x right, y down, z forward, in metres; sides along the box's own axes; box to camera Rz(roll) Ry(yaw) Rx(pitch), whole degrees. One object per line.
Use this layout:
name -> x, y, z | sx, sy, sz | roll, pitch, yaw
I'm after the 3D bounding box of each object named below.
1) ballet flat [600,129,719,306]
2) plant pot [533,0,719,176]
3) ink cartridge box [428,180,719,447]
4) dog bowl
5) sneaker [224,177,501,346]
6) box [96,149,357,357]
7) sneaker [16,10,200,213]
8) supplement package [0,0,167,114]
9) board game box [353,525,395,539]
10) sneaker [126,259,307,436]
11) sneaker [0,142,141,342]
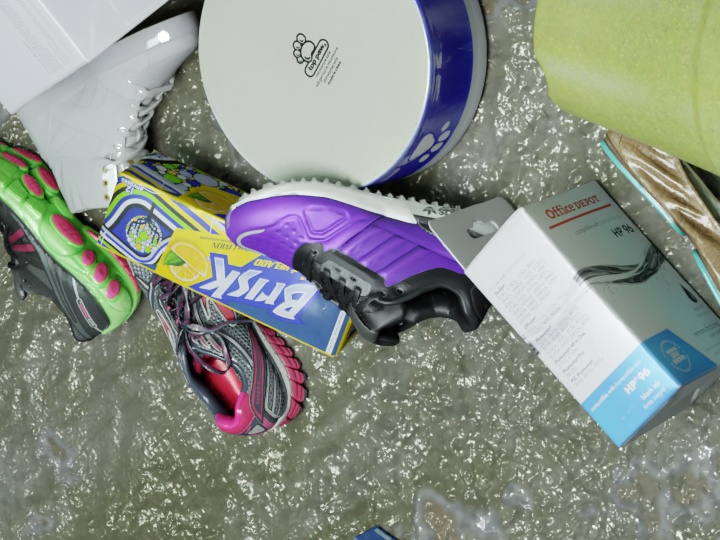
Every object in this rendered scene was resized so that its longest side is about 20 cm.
ballet flat -> 0.240, -0.032, 1.579 | 0.072, 0.068, 0.200 | -37, 76, 13
plant pot -> 0.217, -0.145, 1.499 | 0.184, 0.200, 0.201 | 16, 109, 40
ink cartridge box -> 0.152, 0.011, 1.604 | 0.200, 0.116, 0.068 | 49, 120, 13
dog bowl -> -0.014, -0.156, 1.693 | 0.200, 0.079, 0.201 | 8, 106, 31
sneaker -> 0.000, 0.000, 1.660 | 0.199, 0.070, 0.100 | 8, 66, 1
box -> -0.086, -0.014, 1.751 | 0.200, 0.070, 0.064 | 25, 114, 10
sneaker -> -0.170, -0.112, 1.814 | 0.200, 0.074, 0.116 | -29, 86, 43
supplement package -> -0.217, -0.209, 1.702 | 0.121, 0.120, 0.200 | 52, 157, -10
board game box -> 0.019, 0.312, 1.803 | 0.135, 0.034, 0.200 | 34, 117, 21
sneaker -> -0.119, 0.034, 1.807 | 0.081, 0.075, 0.200 | -45, 75, 31
sneaker -> -0.260, -0.024, 1.883 | 0.200, 0.077, 0.084 | 49, 117, 15
